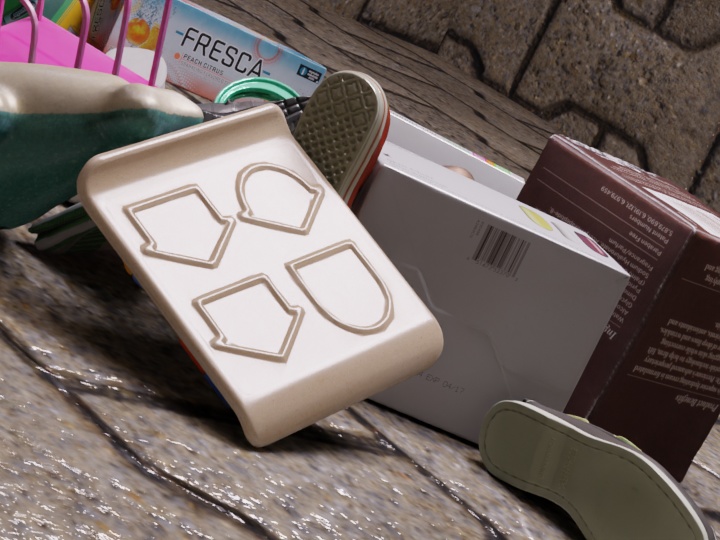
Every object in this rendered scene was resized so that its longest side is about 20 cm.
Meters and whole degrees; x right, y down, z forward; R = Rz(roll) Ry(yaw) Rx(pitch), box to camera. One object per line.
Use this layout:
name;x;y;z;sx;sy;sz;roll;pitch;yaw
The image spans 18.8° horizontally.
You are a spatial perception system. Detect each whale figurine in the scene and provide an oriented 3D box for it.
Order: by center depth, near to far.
whale figurine;-0.200;-0.078;1.383;0.199;0.105;0.159;1;-2;25

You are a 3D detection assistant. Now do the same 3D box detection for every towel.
towel;-0.118;-0.044;1.495;0.200;0.152;0.024;2;67;-67

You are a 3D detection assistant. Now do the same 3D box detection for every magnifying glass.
magnifying glass;-0.103;-0.085;1.685;0.079;0.022;0.200;30;49;6

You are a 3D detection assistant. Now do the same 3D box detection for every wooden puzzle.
wooden puzzle;-0.064;0.004;1.338;0.185;0.046;0.201;-22;73;-46

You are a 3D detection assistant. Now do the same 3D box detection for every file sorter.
file sorter;-0.253;-0.178;1.593;0.139;0.126;0.200;32;37;25

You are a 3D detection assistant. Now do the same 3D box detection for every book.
book;0.029;-0.067;1.934;0.199;0.134;0.048;26;11;-4

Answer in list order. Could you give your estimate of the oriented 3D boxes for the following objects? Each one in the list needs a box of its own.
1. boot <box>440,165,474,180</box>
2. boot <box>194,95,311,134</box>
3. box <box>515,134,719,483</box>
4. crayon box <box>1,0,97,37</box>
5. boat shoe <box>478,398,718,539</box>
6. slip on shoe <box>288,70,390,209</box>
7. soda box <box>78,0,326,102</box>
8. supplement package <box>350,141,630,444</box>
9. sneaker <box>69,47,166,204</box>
boot;0.000;0.000;1.675;0.074;0.199;0.155;58;25;-44
boot;-0.127;-0.088;1.584;0.199;0.070;0.131;-2;2;-24
box;0.198;0.031;1.678;0.165;0.201;0.164;17;16;-48
crayon box;-0.258;-0.186;1.833;0.058;0.119;0.200;28;10;21
boat shoe;0.165;0.142;1.422;0.060;0.072;0.201;10;17;-45
slip on shoe;-0.039;-0.040;1.447;0.074;0.201;0.061;32;8;16
soda box;-0.131;-0.183;1.819;0.199;0.069;0.064;23;6;-32
supplement package;0.059;0.018;1.529;0.199;0.157;0.111;23;10;-18
sneaker;-0.191;-0.091;1.689;0.075;0.089;0.200;12;34;5
